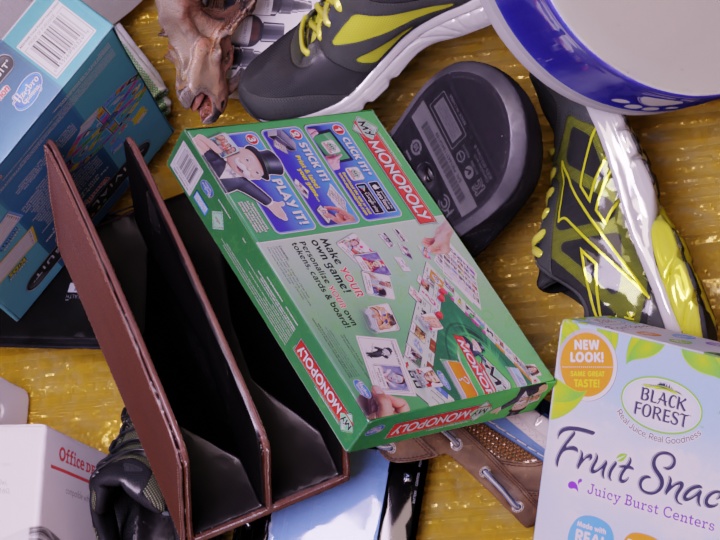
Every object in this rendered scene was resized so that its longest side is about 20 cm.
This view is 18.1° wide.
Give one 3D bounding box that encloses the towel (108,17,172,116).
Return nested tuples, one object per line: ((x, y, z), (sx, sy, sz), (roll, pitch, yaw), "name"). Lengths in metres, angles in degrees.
((-0.232, -0.099, 1.416), (0.200, 0.031, 0.149), (-36, 66, -2), "towel")

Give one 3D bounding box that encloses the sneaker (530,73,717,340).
((0.128, -0.032, 1.272), (0.084, 0.074, 0.201), (-24, 70, 9), "sneaker")

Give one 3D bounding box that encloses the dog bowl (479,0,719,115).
((0.160, -0.186, 1.203), (0.199, 0.079, 0.201), (1, 88, -19), "dog bowl")

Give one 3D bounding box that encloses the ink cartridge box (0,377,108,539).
((-0.193, 0.156, 1.299), (0.066, 0.116, 0.201), (-2, 76, 16), "ink cartridge box")

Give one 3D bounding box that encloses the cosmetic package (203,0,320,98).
((-0.046, -0.206, 1.389), (0.082, 0.051, 0.201), (5, 77, 16), "cosmetic package")

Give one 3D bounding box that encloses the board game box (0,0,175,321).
((-0.184, -0.062, 1.272), (0.047, 0.200, 0.151), (38, 83, 11), "board game box")

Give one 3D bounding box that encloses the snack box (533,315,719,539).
((0.161, 0.136, 1.183), (0.142, 0.053, 0.201), (14, 100, 38), "snack box")

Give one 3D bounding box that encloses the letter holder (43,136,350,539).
((-0.089, 0.021, 1.215), (0.100, 0.142, 0.201), (-21, 66, -11), "letter holder")

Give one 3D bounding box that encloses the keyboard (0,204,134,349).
((-0.149, 0.007, 1.365), (0.199, 0.040, 0.105), (1, 63, 27), "keyboard")

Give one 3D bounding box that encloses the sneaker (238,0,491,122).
((0.004, -0.155, 1.273), (0.200, 0.085, 0.075), (-31, 46, 19), "sneaker")

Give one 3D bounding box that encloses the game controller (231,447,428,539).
((-0.021, 0.154, 1.291), (0.104, 0.042, 0.201), (6, 78, 17), "game controller")

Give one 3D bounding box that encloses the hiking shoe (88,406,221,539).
((-0.111, 0.114, 1.292), (0.075, 0.101, 0.201), (-7, 69, 14), "hiking shoe")

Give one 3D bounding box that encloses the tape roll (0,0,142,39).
((-0.168, -0.209, 1.319), (0.203, 0.203, 0.037), (-45, 69, 1), "tape roll")

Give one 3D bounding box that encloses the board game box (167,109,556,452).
((0.000, 0.000, 1.204), (0.200, 0.134, 0.029), (57, 134, 26), "board game box")

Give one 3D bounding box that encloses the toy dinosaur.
((-0.079, -0.198, 1.293), (0.200, 0.135, 0.086), (-54, 51, 11), "toy dinosaur")

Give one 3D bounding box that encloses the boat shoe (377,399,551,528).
((0.035, 0.073, 1.254), (0.200, 0.072, 0.073), (34, 96, -1), "boat shoe")

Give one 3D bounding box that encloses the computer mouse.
((0.042, -0.050, 1.291), (0.200, 0.053, 0.139), (-39, 66, 44), "computer mouse")
